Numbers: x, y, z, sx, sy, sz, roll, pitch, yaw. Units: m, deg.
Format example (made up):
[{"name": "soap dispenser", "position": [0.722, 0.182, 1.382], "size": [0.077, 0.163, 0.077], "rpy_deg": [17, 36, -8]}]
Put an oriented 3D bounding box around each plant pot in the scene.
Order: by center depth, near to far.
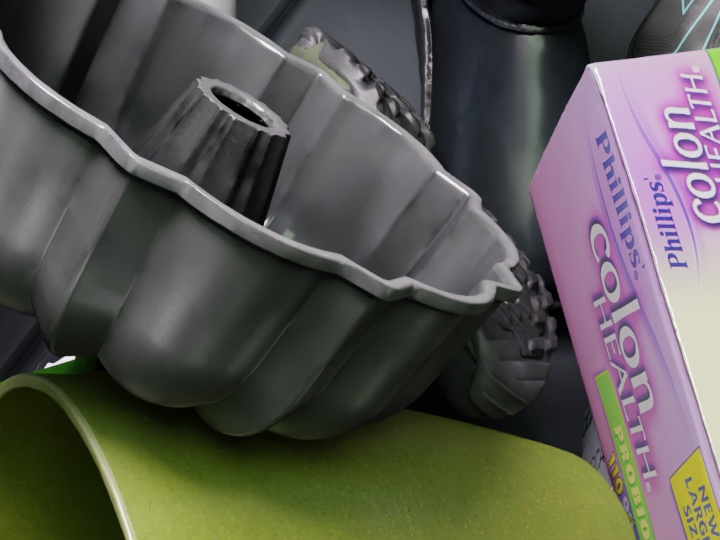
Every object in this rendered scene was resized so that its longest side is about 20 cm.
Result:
[{"name": "plant pot", "position": [-0.011, 0.117, 0.668], "size": [0.198, 0.187, 0.188], "rpy_deg": [-6, 63, -29]}]

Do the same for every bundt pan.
[{"name": "bundt pan", "position": [-0.053, -0.019, 0.611], "size": [0.201, 0.202, 0.076], "rpy_deg": [35, 106, 11]}]

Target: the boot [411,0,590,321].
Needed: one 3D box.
[{"name": "boot", "position": [0.066, -0.102, 0.778], "size": [0.076, 0.168, 0.202], "rpy_deg": [-5, 64, -9]}]

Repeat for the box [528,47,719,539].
[{"name": "box", "position": [0.182, 0.015, 0.697], "size": [0.198, 0.097, 0.177], "rpy_deg": [-8, 66, -14]}]

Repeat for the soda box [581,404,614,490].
[{"name": "soda box", "position": [0.185, 0.085, 0.757], "size": [0.198, 0.064, 0.069], "rpy_deg": [8, 63, -3]}]

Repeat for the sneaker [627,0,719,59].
[{"name": "sneaker", "position": [0.151, -0.063, 0.835], "size": [0.078, 0.076, 0.202], "rpy_deg": [2, 61, 18]}]

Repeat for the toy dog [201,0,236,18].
[{"name": "toy dog", "position": [-0.087, -0.123, 0.749], "size": [0.131, 0.096, 0.202], "rpy_deg": [-21, 71, 30]}]

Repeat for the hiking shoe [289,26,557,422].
[{"name": "hiking shoe", "position": [0.000, 0.000, 0.754], "size": [0.101, 0.076, 0.201], "rpy_deg": [-44, 44, 13]}]

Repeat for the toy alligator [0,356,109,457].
[{"name": "toy alligator", "position": [-0.094, 0.054, 0.731], "size": [0.199, 0.055, 0.059], "rpy_deg": [-24, 21, 14]}]
